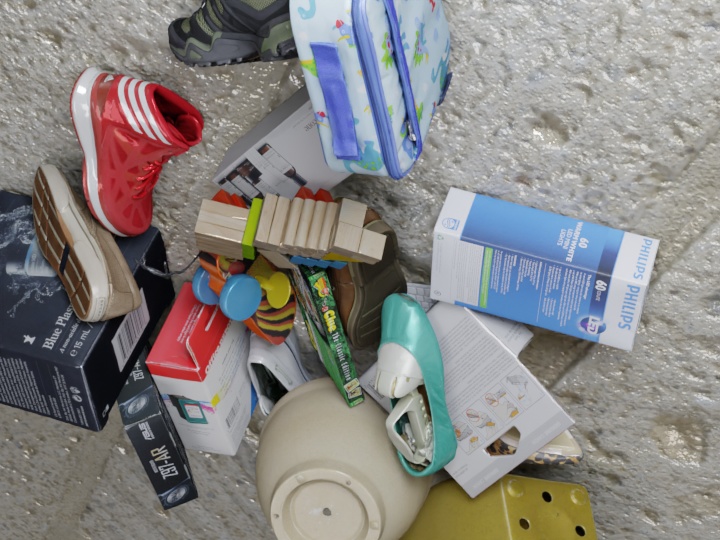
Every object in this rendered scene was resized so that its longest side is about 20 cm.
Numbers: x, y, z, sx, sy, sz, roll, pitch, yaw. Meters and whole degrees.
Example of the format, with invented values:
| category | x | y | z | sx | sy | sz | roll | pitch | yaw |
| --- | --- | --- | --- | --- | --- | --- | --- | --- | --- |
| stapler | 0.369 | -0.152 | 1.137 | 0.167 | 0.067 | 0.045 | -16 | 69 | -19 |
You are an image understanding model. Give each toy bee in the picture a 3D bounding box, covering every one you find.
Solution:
| category | x | y | z | sx | sy | sz | roll | pitch | yaw |
| --- | --- | --- | --- | --- | --- | --- | --- | --- | --- |
| toy bee | -0.119 | -0.005 | 1.463 | 0.130 | 0.109 | 0.200 | 29 | 175 | 23 |

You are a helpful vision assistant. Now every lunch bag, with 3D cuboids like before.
| category | x | y | z | sx | sy | sz | roll | pitch | yaw |
| --- | --- | --- | --- | --- | --- | --- | --- | --- | --- |
| lunch bag | 0.010 | -0.180 | 1.126 | 0.082 | 0.162 | 0.201 | 7 | 139 | 20 |

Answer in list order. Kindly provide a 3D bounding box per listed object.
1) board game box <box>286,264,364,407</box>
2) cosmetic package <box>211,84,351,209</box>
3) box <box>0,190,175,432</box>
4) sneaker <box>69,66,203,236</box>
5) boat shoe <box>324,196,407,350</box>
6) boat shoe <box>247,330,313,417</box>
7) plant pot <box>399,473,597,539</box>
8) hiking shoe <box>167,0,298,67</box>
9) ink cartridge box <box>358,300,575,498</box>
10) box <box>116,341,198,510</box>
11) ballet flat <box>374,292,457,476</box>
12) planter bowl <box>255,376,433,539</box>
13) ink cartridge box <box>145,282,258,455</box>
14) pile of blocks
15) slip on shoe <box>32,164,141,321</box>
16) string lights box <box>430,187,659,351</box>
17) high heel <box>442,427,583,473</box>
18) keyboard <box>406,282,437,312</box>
| category | x | y | z | sx | sy | sz | roll | pitch | yaw |
| --- | --- | --- | --- | --- | --- | --- | --- | --- | --- |
| board game box | -0.043 | 0.041 | 1.484 | 0.105 | 0.023 | 0.201 | 53 | 166 | 41 |
| cosmetic package | -0.050 | -0.113 | 1.332 | 0.082 | 0.051 | 0.200 | 36 | 141 | -18 |
| box | -0.332 | 0.040 | 1.545 | 0.198 | 0.198 | 0.118 | 13 | 141 | 14 |
| sneaker | -0.206 | -0.102 | 1.408 | 0.114 | 0.079 | 0.201 | 11 | 142 | 18 |
| boat shoe | 0.000 | 0.000 | 1.435 | 0.068 | 0.072 | 0.201 | 44 | 153 | 26 |
| boat shoe | -0.091 | 0.140 | 1.646 | 0.073 | 0.067 | 0.201 | 2 | 138 | 26 |
| plant pot | 0.165 | 0.326 | 1.603 | 0.194 | 0.196 | 0.200 | 12 | 141 | -24 |
| hiking shoe | -0.095 | -0.225 | 1.214 | 0.199 | 0.075 | 0.102 | 4 | 103 | 48 |
| ink cartridge box | 0.112 | 0.121 | 1.477 | 0.176 | 0.045 | 0.200 | 45 | 138 | 1 |
| box | -0.243 | 0.144 | 1.636 | 0.043 | 0.201 | 0.161 | -20 | 137 | -5 |
| ballet flat | 0.050 | 0.123 | 1.444 | 0.067 | 0.070 | 0.202 | 8 | 124 | 38 |
| planter bowl | -0.026 | 0.234 | 1.553 | 0.198 | 0.135 | 0.203 | 4 | 113 | 8 |
| ink cartridge box | -0.171 | 0.097 | 1.595 | 0.066 | 0.117 | 0.201 | 6 | 140 | 19 |
| pile of blocks | -0.062 | -0.043 | 1.339 | 0.198 | 0.063 | 0.082 | 6 | 163 | 23 |
| slip on shoe | -0.282 | -0.031 | 1.482 | 0.060 | 0.201 | 0.077 | -5 | 135 | -33 |
| string lights box | 0.167 | 0.000 | 1.344 | 0.198 | 0.059 | 0.103 | 15 | 142 | 11 |
| high heel | 0.159 | 0.199 | 1.571 | 0.199 | 0.071 | 0.144 | 20 | 140 | 33 |
| keyboard | 0.066 | 0.035 | 1.481 | 0.198 | 0.011 | 0.057 | 6 | 140 | 22 |
